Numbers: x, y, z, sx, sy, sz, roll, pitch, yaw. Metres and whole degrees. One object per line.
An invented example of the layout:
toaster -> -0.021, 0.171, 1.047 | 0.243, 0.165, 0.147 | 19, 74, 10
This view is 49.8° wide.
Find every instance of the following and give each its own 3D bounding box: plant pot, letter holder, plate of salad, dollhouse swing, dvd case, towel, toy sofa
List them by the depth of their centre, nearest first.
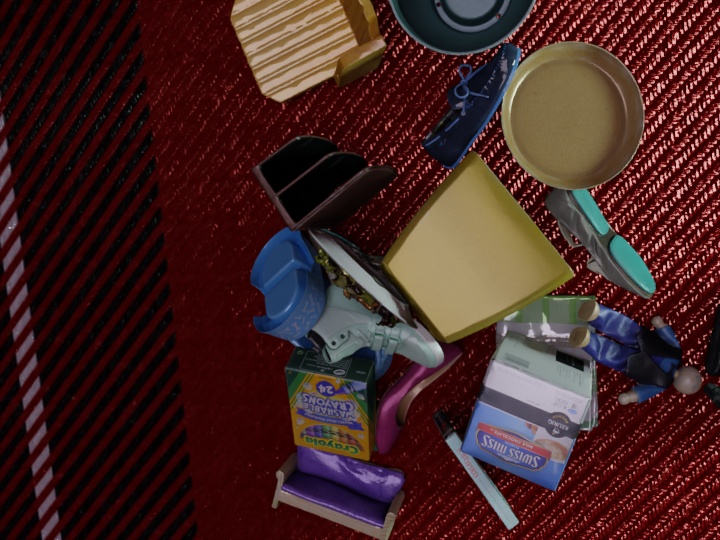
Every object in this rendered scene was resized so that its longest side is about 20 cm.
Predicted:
plate of salad -> -0.003, 0.017, 1.042 | 0.200, 0.200, 0.048 | 44, 94, 5
plant pot -> 0.145, -0.387, 1.043 | 0.198, 0.134, 0.203 | 2, 100, 14
plant pot -> 0.134, -0.010, 1.043 | 0.176, 0.200, 0.200 | -39, 87, -3
plant pot -> 0.287, -0.210, 1.062 | 0.198, 0.027, 0.202 | 0, 90, -3
letter holder -> -0.039, -0.138, 1.091 | 0.142, 0.200, 0.101 | -35, 85, 14
dollhouse swing -> -0.088, -0.357, 1.098 | 0.174, 0.182, 0.202 | -23, 93, -4
dvd case -> 0.159, 0.277, 1.107 | 0.022, 0.200, 0.147 | -35, 89, -2
towel -> 0.273, 0.136, 1.142 | 0.148, 0.031, 0.202 | -1, 98, 14
toy sofa -> -0.033, 0.347, 1.226 | 0.198, 0.083, 0.099 | 17, 103, 12

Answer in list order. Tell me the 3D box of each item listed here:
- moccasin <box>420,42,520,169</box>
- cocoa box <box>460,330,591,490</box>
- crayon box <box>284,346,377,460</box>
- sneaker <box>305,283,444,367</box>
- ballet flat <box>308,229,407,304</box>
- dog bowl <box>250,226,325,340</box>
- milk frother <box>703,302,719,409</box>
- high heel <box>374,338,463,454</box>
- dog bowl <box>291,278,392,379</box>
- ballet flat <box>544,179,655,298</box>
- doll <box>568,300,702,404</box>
moccasin -> 0.146, -0.227, 1.066 | 0.068, 0.081, 0.201 | 27, 124, -5
cocoa box -> 0.227, 0.181, 1.045 | 0.132, 0.200, 0.132 | 21, 102, 13
crayon box -> -0.040, 0.215, 1.177 | 0.124, 0.052, 0.201 | 8, 129, 14
sneaker -> 0.013, 0.108, 1.105 | 0.199, 0.118, 0.074 | 31, 149, 14
ballet flat -> 0.000, 0.000, 1.167 | 0.198, 0.068, 0.076 | 22, 69, 8
dog bowl -> -0.104, 0.021, 1.132 | 0.111, 0.201, 0.049 | -41, 124, 19
milk frother -> 0.539, 0.111, 0.983 | 0.179, 0.200, 0.190 | 15, 101, 16
high heel -> 0.085, 0.195, 1.177 | 0.095, 0.067, 0.202 | 17, 99, 22
dog bowl -> -0.042, 0.098, 1.200 | 0.200, 0.050, 0.112 | 39, 105, 5
ballet flat -> 0.334, -0.037, 1.093 | 0.201, 0.067, 0.064 | 54, 134, 3
doll -> 0.387, 0.121, 1.081 | 0.199, 0.048, 0.138 | 26, 79, -10
